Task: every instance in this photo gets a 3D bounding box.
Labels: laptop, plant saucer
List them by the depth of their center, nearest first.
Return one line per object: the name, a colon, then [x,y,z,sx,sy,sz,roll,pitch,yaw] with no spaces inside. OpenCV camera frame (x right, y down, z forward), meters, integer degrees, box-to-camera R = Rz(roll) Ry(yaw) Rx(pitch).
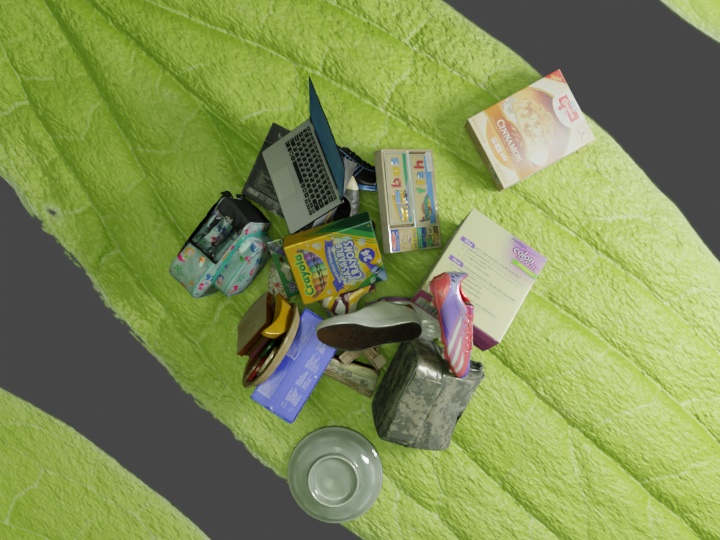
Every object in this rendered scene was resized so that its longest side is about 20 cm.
laptop: [-0.108,-0.200,1.228,0.199,0.116,0.188,-29,70,23]
plant saucer: [-0.053,0.423,1.389,0.198,0.050,0.202,0,92,3]

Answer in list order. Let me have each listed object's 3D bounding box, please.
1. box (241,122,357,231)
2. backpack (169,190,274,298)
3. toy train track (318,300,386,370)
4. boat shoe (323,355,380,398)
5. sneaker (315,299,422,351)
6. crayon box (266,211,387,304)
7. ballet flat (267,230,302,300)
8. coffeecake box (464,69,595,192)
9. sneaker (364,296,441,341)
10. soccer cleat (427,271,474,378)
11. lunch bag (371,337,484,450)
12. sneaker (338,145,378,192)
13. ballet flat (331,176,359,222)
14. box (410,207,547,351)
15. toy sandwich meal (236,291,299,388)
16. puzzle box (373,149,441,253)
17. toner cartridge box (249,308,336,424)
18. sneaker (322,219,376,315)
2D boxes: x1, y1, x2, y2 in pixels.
box: [-0.123,-0.178,1.328,0.199,0.048,0.159,30,98,29]
backpack: [-0.266,-0.033,1.324,0.200,0.178,0.151,-43,86,10]
toy train track: [-0.019,0.113,1.364,0.114,0.033,0.200,-34,75,-31]
boat shoe: [-0.061,0.201,1.371,0.199,0.073,0.063,16,90,2]
sneaker: [0.012,0.100,1.292,0.198,0.085,0.073,-2,126,-7]
crayon box: [-0.061,-0.017,1.271,0.199,0.052,0.126,-17,117,2]
ballet flat: [-0.136,-0.029,1.373,0.075,0.064,0.201,25,93,3]
coffeecake box: [0.329,-0.271,1.337,0.199,0.073,0.154,-28,89,3]
sneaker: [0.103,0.104,1.358,0.198,0.075,0.100,7,91,3]
soccer cleat: [0.174,0.097,1.206,0.076,0.067,0.201,-12,104,16]
lunch bag: [0.132,0.245,1.318,0.167,0.140,0.201,19,110,-14]
sneaker: [-0.017,-0.205,1.358,0.198,0.070,0.079,11,99,4]
ballet flat: [-0.048,-0.090,1.324,0.066,0.057,0.201,19,100,21]
box: [0.225,0.018,1.307,0.175,0.097,0.201,34,72,1]
toy sandwich meal: [-0.189,0.128,1.308,0.070,0.205,0.206,33,93,-17]
puzzle box: [0.094,-0.138,1.339,0.132,0.025,0.202,-8,92,-34]
toner cartridge box: [-0.118,0.183,1.311,0.095,0.043,0.201,31,84,7]
sneaker: [0.000,0.000,1.357,0.090,0.075,0.201,25,87,0]
